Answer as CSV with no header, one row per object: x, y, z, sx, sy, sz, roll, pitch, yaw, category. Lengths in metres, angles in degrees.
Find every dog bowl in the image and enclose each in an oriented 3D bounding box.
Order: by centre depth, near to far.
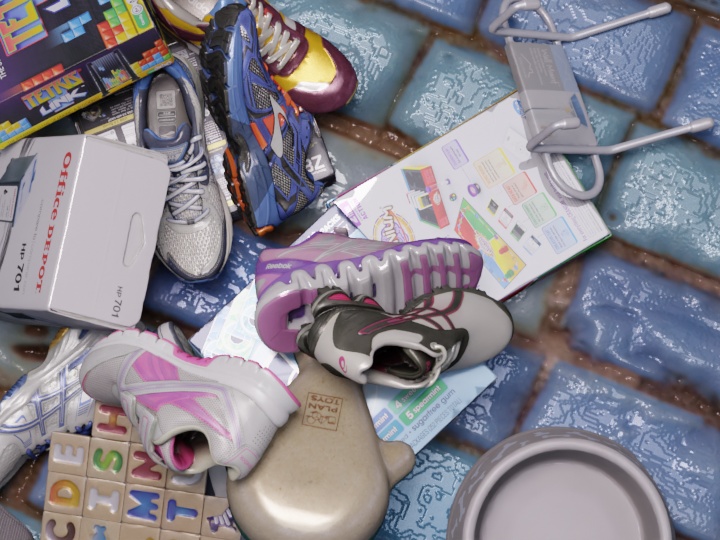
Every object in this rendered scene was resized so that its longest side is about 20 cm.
0.171,0.230,1.612,0.199,0.059,0.201,0,82,0,dog bowl

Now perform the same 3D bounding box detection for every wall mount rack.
0.202,-0.164,1.648,0.173,0.075,0.201,-2,67,-36,wall mount rack

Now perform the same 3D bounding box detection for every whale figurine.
-0.035,0.144,1.533,0.158,0.104,0.201,9,59,2,whale figurine

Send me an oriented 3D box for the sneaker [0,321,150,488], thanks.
-0.249,0.117,1.620,0.088,0.075,0.200,38,85,4,sneaker

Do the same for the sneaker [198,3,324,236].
-0.081,-0.130,1.583,0.078,0.075,0.201,-21,123,-16,sneaker

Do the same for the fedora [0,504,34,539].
-0.339,0.232,1.578,0.199,0.177,0.090,14,52,22,fedora

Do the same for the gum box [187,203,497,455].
-0.015,0.075,1.599,0.170,0.045,0.200,-43,85,-4,gum box

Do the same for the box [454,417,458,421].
-0.017,0.122,1.635,0.199,0.041,0.039,-7,83,-2,box

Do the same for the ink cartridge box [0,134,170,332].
-0.252,-0.031,1.574,0.086,0.200,0.147,16,81,-34,ink cartridge box

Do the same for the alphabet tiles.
-0.178,0.208,1.562,0.166,0.008,0.201,8,96,7,alphabet tiles

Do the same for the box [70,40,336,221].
-0.139,-0.119,1.663,0.199,0.049,0.162,-21,81,-3,box

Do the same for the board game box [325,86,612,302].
0.093,-0.042,1.655,0.199,0.040,0.153,-30,84,-3,board game box

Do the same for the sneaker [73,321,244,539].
-0.183,0.155,1.596,0.145,0.077,0.203,-16,101,-1,sneaker

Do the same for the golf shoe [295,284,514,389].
0.047,0.063,1.502,0.199,0.088,0.077,-1,120,-34,golf shoe

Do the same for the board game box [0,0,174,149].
-0.265,-0.222,1.593,0.165,0.057,0.200,-26,58,0,board game box

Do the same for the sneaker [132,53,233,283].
-0.157,-0.087,1.592,0.077,0.085,0.201,-13,84,-1,sneaker

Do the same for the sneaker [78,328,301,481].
-0.147,0.107,1.482,0.199,0.081,0.088,9,61,36,sneaker

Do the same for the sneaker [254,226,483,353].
0.000,0.000,1.551,0.199,0.081,0.089,-11,39,-16,sneaker

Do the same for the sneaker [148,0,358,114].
-0.094,-0.196,1.604,0.199,0.090,0.075,27,81,5,sneaker
